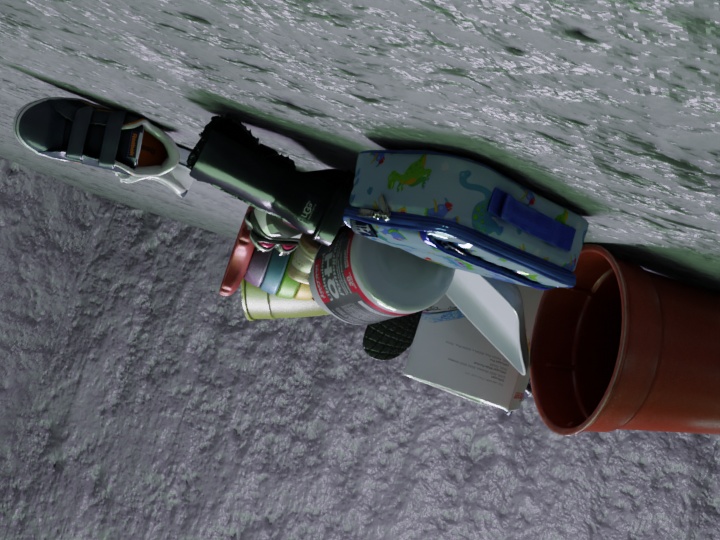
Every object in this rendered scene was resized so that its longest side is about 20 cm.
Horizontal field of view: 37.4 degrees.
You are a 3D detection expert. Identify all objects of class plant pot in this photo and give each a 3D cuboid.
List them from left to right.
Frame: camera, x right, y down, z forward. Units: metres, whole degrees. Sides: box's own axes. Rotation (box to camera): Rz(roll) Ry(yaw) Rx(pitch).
[{"bbox_3d":[-0.065,-0.015,1.620,0.192,0.202,0.200,5,175,7],"label":"plant pot"},{"bbox_3d":[0.312,0.089,1.133,0.194,0.202,0.201,11,179,-16],"label":"plant pot"}]

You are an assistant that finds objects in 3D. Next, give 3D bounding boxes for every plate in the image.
[{"bbox_3d":[0.119,0.006,1.161,0.200,0.032,0.200,49,171,26],"label":"plate"}]

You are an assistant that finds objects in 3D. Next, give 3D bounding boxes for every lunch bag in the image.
[{"bbox_3d":[0.096,-0.044,0.941,0.199,0.083,0.160,20,174,-43],"label":"lunch bag"}]

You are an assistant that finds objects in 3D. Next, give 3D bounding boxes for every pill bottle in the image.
[{"bbox_3d":[0.013,-0.001,1.122,0.110,0.111,0.200,19,166,-16],"label":"pill bottle"}]

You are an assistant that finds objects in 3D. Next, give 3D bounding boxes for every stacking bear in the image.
[{"bbox_3d":[-0.073,-0.005,1.428,0.199,0.122,0.114,19,-149,-8],"label":"stacking bear"}]

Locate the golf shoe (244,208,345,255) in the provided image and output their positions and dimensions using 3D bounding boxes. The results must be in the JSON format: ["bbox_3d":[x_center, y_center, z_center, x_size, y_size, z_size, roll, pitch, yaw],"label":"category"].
[{"bbox_3d":[-0.049,-0.068,1.358,0.199,0.088,0.077,-7,-122,-41],"label":"golf shoe"}]

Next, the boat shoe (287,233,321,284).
[{"bbox_3d":[0.000,0.000,1.359,0.199,0.065,0.071,14,-152,-29],"label":"boat shoe"}]

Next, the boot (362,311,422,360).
[{"bbox_3d":[0.053,0.033,1.476,0.067,0.201,0.131,29,170,-12],"label":"boot"}]

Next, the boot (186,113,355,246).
[{"bbox_3d":[-0.089,-0.100,1.100,0.168,0.077,0.200,30,-169,-5],"label":"boot"}]

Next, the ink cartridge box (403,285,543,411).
[{"bbox_3d":[0.161,0.067,1.376,0.144,0.201,0.147,17,176,15],"label":"ink cartridge box"}]

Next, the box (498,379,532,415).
[{"bbox_3d":[0.190,0.093,1.561,0.200,0.118,0.197,39,166,8],"label":"box"}]

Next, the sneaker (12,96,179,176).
[{"bbox_3d":[-0.311,-0.161,1.283,0.199,0.079,0.079,7,-172,-33],"label":"sneaker"}]

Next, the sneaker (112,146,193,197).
[{"bbox_3d":[-0.318,-0.156,1.449,0.199,0.071,0.073,19,177,-14],"label":"sneaker"}]
